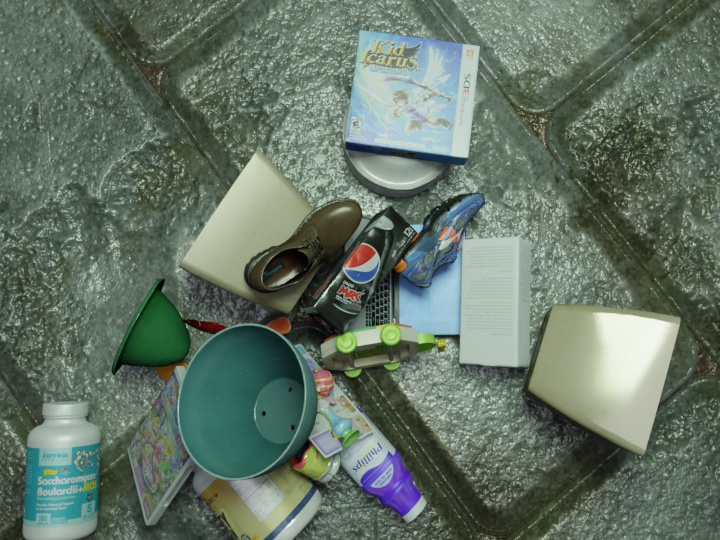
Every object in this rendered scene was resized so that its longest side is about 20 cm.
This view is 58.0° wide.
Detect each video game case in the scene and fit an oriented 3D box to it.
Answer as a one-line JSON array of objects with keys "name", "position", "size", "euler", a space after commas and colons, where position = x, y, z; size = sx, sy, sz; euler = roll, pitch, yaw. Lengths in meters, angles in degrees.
[{"name": "video game case", "position": [0.082, -0.274, 1.029], "size": [0.195, 0.045, 0.186], "euler": [7, 82, 0]}, {"name": "video game case", "position": [-0.300, 0.270, 0.999], "size": [0.201, 0.018, 0.144], "euler": [-54, 48, 24]}]

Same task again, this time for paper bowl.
[{"name": "paper bowl", "position": [0.066, -0.234, 1.099], "size": [0.195, 0.104, 0.206], "euler": [0, 83, -1]}]

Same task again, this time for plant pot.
[{"name": "plant pot", "position": [-0.152, -0.042, 1.030], "size": [0.176, 0.200, 0.202], "euler": [35, 84, -10]}, {"name": "plant pot", "position": [0.359, 0.153, 1.017], "size": [0.174, 0.200, 0.204], "euler": [18, 83, 13]}, {"name": "plant pot", "position": [-0.139, 0.190, 0.919], "size": [0.196, 0.135, 0.205], "euler": [-6, 71, 19]}]

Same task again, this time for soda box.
[{"name": "soda box", "position": [0.000, 0.000, 0.994], "size": [0.063, 0.071, 0.201], "euler": [40, 72, -12]}]

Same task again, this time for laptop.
[{"name": "laptop", "position": [0.074, 0.009, 1.064], "size": [0.114, 0.198, 0.192], "euler": [-6, 80, 41]}]

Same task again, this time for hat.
[{"name": "hat", "position": [-0.277, 0.123, 1.029], "size": [0.173, 0.200, 0.168], "euler": [27, 81, -10]}]

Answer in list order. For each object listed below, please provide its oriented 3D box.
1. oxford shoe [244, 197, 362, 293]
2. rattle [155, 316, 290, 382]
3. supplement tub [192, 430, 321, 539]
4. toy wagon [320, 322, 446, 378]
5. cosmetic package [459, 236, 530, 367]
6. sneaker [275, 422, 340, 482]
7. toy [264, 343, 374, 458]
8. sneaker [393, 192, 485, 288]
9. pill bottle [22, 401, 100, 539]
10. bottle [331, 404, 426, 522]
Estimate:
[{"name": "oxford shoe", "position": [-0.068, -0.030, 0.921], "size": [0.199, 0.084, 0.073], "euler": [-40, 111, -14]}, {"name": "rattle", "position": [-0.224, 0.138, 1.092], "size": [0.201, 0.142, 0.131], "euler": [-49, 118, -20]}, {"name": "supplement tub", "position": [-0.170, 0.330, 1.012], "size": [0.144, 0.144, 0.201], "euler": [-41, 85, -5]}, {"name": "toy wagon", "position": [0.037, 0.123, 1.030], "size": [0.195, 0.156, 0.040], "euler": [-10, 67, -1]}, {"name": "cosmetic package", "position": [0.222, 0.053, 1.062], "size": [0.100, 0.071, 0.205], "euler": [-1, 82, 32]}, {"name": "sneaker", "position": [-0.107, 0.236, 1.020], "size": [0.078, 0.090, 0.201], "euler": [-49, 53, 11]}, {"name": "toy", "position": [-0.070, 0.186, 1.014], "size": [0.200, 0.114, 0.048], "euler": [47, 127, 25]}, {"name": "sneaker", "position": [0.134, -0.052, 1.058], "size": [0.200, 0.075, 0.079], "euler": [-44, 108, -11]}, {"name": "pill bottle", "position": [-0.471, 0.314, 1.030], "size": [0.108, 0.111, 0.205], "euler": [-1, 84, 0]}, {"name": "bottle", "position": [0.024, 0.315, 1.053], "size": [0.083, 0.065, 0.201], "euler": [-42, 85, -2]}]
